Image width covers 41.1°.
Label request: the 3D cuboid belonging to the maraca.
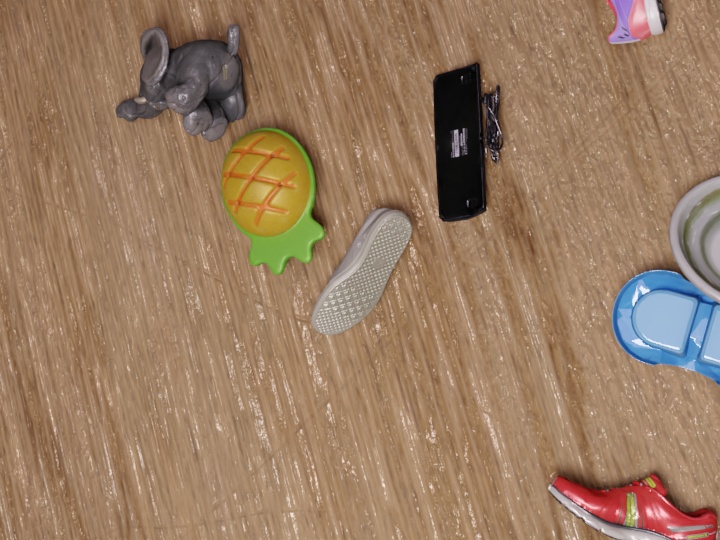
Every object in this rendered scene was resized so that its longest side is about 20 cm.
[{"bbox_3d":[-0.119,-0.096,1.298,0.136,0.107,0.201,-22,79,19],"label":"maraca"}]

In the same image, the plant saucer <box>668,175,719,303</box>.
[{"bbox_3d":[0.450,-0.022,1.094,0.199,0.050,0.201,-2,55,3],"label":"plant saucer"}]

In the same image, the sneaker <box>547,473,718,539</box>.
[{"bbox_3d":[0.322,0.277,1.135,0.199,0.077,0.085,20,87,9],"label":"sneaker"}]

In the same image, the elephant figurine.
[{"bbox_3d":[-0.263,-0.277,1.362,0.200,0.142,0.155,32,67,34],"label":"elephant figurine"}]

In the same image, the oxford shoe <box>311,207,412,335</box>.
[{"bbox_3d":[0.000,0.000,1.278,0.201,0.075,0.058,-57,29,15],"label":"oxford shoe"}]

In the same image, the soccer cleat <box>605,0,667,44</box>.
[{"bbox_3d":[0.320,-0.380,1.190,0.073,0.068,0.201,-16,83,22],"label":"soccer cleat"}]

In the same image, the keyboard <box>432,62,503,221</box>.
[{"bbox_3d":[0.147,-0.166,1.256,0.104,0.039,0.201,-6,84,42],"label":"keyboard"}]

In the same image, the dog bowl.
[{"bbox_3d":[0.399,0.070,1.131,0.199,0.050,0.112,17,91,21],"label":"dog bowl"}]
